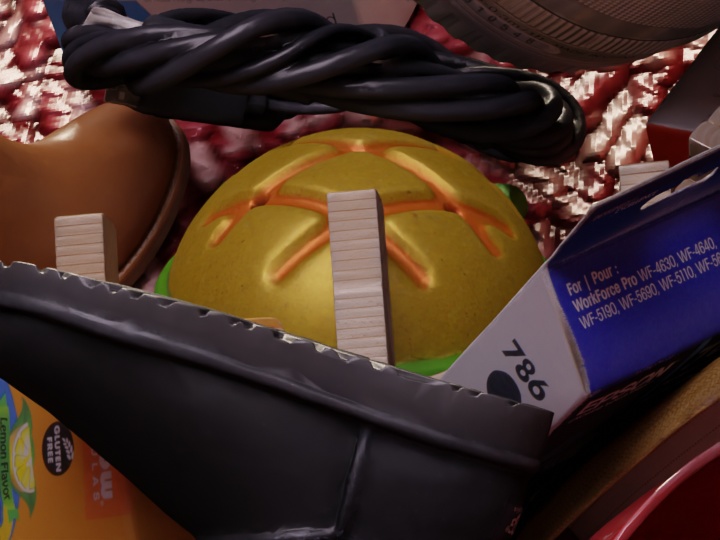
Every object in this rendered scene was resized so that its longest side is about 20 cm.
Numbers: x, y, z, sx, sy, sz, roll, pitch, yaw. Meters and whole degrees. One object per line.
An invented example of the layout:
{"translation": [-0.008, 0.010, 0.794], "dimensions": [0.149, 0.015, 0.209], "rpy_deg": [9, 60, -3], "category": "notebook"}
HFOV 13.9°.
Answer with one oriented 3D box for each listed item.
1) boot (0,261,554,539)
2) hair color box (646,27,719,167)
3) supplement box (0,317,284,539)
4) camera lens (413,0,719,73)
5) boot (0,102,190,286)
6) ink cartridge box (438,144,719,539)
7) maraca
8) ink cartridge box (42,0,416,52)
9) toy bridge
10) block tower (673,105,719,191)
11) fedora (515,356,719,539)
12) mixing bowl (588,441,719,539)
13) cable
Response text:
{"translation": [-0.053, 0.111, 0.767], "dimensions": [0.164, 0.066, 0.201], "rpy_deg": [16, 89, 12], "category": "boot"}
{"translation": [0.196, -0.085, 1.068], "dimensions": [0.101, 0.061, 0.200], "rpy_deg": [14, 50, 34], "category": "hair color box"}
{"translation": [-0.106, 0.059, 0.897], "dimensions": [0.069, 0.067, 0.199], "rpy_deg": [3, -11, -44], "category": "supplement box"}
{"translation": [0.105, -0.165, 0.996], "dimensions": [0.160, 0.160, 0.200], "rpy_deg": [-46, 9, -31], "category": "camera lens"}
{"translation": [-0.150, -0.041, 1.079], "dimensions": [0.073, 0.155, 0.200], "rpy_deg": [18, 51, 37], "category": "boot"}
{"translation": [0.058, 0.034, 0.844], "dimensions": [0.099, 0.200, 0.039], "rpy_deg": [-24, 71, -39], "category": "ink cartridge box"}
{"translation": [0.000, 0.000, 1.014], "dimensions": [0.136, 0.108, 0.200], "rpy_deg": [4, 22, 2], "category": "maraca"}
{"translation": [-0.060, -0.198, 1.193], "dimensions": [0.146, 0.201, 0.145], "rpy_deg": [2, 42, 24], "category": "ink cartridge box"}
{"translation": [0.000, 0.009, 0.910], "dimensions": [0.199, 0.027, 0.068], "rpy_deg": [-6, 79, 5], "category": "toy bridge"}
{"translation": [0.179, -0.067, 0.964], "dimensions": [0.058, 0.054, 0.200], "rpy_deg": [27, 56, 27], "category": "block tower"}
{"translation": [0.138, 0.061, 0.871], "dimensions": [0.200, 0.201, 0.082], "rpy_deg": [-31, 76, -16], "category": "fedora"}
{"translation": [0.102, 0.137, 0.763], "dimensions": [0.200, 0.201, 0.108], "rpy_deg": [-39, 13, -25], "category": "mixing bowl"}
{"translation": [-0.009, -0.074, 1.069], "dimensions": [0.199, 0.051, 0.163], "rpy_deg": [9, -1, -12], "category": "cable"}
